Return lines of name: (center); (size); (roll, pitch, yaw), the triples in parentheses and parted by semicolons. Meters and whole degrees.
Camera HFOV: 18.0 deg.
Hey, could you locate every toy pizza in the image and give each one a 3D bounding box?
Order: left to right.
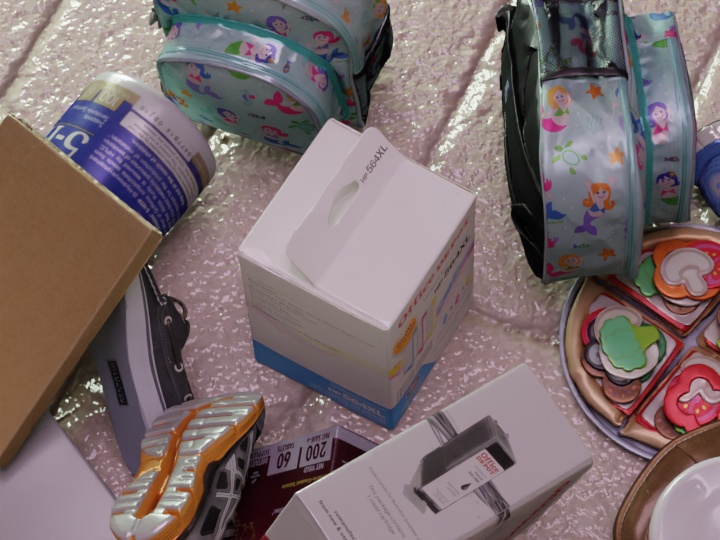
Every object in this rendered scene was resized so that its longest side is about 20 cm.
toy pizza: (0.248, 0.051, 1.700); (0.199, 0.032, 0.201); (-1, 64, 1)

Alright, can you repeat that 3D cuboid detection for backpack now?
backpack: (-0.071, -0.188, 1.723); (0.176, 0.200, 0.151); (17, 65, 9)
backpack: (0.173, -0.092, 1.689); (0.149, 0.178, 0.201); (1, 55, 4)

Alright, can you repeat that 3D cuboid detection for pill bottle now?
pill bottle: (-0.212, -0.040, 1.707); (0.119, 0.120, 0.200); (32, 69, 16)
pill bottle: (0.241, 0.212, 1.527); (0.113, 0.200, 0.115); (0, 64, 1)

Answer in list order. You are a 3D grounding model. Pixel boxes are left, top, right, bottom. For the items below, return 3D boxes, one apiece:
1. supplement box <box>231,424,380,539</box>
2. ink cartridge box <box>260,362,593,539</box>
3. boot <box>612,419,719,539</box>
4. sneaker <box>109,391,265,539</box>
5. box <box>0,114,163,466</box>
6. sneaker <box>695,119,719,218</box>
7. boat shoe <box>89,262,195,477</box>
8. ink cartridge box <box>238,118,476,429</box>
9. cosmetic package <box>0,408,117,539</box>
supplement box: (-0.044, 0.218, 1.581); (0.108, 0.061, 0.201); (-19, 54, 42)
ink cartridge box: (0.034, 0.161, 1.484); (0.199, 0.147, 0.083); (-27, 74, -32)
boot: (0.266, 0.144, 1.619); (0.200, 0.075, 0.074); (-36, 100, -7)
sneaker: (-0.113, 0.152, 1.579); (0.078, 0.078, 0.200); (-9, 27, 26)
box: (-0.250, 0.013, 1.610); (0.163, 0.021, 0.201); (37, 95, 28)
sneaker: (0.351, -0.089, 1.750); (0.199, 0.079, 0.090); (-22, 72, 0)
boat shoe: (-0.152, 0.052, 1.648); (0.066, 0.070, 0.201); (-21, 103, -37)
ink cartridge box: (0.000, 0.000, 1.637); (0.125, 0.200, 0.129); (27, 68, 14)
cosmetic package: (-0.204, 0.206, 1.607); (0.107, 0.090, 0.200); (-38, 72, -13)
